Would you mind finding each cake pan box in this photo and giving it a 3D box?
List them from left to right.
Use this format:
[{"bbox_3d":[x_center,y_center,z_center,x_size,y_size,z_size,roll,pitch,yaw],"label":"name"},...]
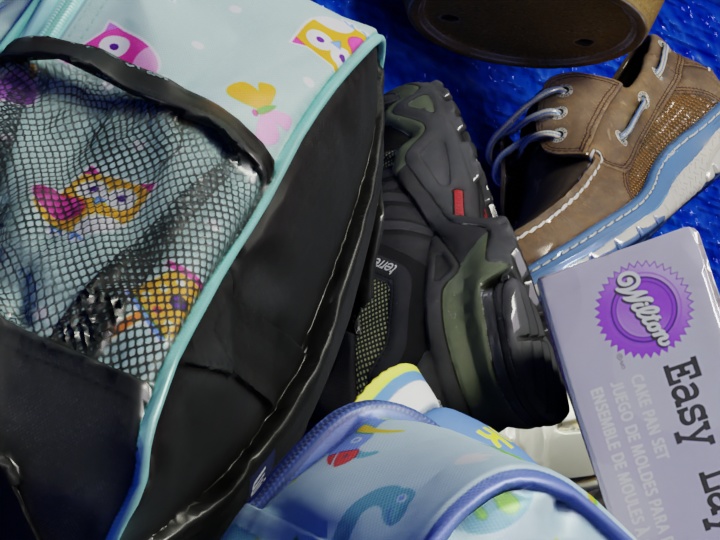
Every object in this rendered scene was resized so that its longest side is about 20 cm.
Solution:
[{"bbox_3d":[0.105,0.101,0.755,0.184,0.052,0.201,67,6,-73],"label":"cake pan box"}]

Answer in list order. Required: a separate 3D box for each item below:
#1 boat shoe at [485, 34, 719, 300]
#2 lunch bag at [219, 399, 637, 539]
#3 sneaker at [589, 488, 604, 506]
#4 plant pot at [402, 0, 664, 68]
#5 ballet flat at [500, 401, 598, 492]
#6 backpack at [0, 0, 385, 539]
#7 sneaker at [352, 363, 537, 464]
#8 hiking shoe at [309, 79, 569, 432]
[{"bbox_3d":[0.086,-0.036,1.055,0.072,0.072,0.200,50,36,3],"label":"boat shoe"},{"bbox_3d":[0.003,0.145,0.560,0.161,0.082,0.201,43,76,-31],"label":"lunch bag"},{"bbox_3d":[0.097,0.143,0.936,0.074,0.087,0.201,48,35,-29],"label":"sneaker"},{"bbox_3d":[0.071,-0.188,1.034,0.186,0.185,0.202,27,64,-47],"label":"plant pot"},{"bbox_3d":[0.069,0.048,0.944,0.200,0.072,0.073,-22,90,-52],"label":"ballet flat"},{"bbox_3d":[-0.077,0.010,0.646,0.153,0.176,0.200,28,45,11],"label":"backpack"},{"bbox_3d":[-0.005,0.113,0.641,0.082,0.074,0.201,30,59,6],"label":"sneaker"},{"bbox_3d":[0.000,0.000,0.881,0.200,0.100,0.076,-110,180,-66],"label":"hiking shoe"}]
